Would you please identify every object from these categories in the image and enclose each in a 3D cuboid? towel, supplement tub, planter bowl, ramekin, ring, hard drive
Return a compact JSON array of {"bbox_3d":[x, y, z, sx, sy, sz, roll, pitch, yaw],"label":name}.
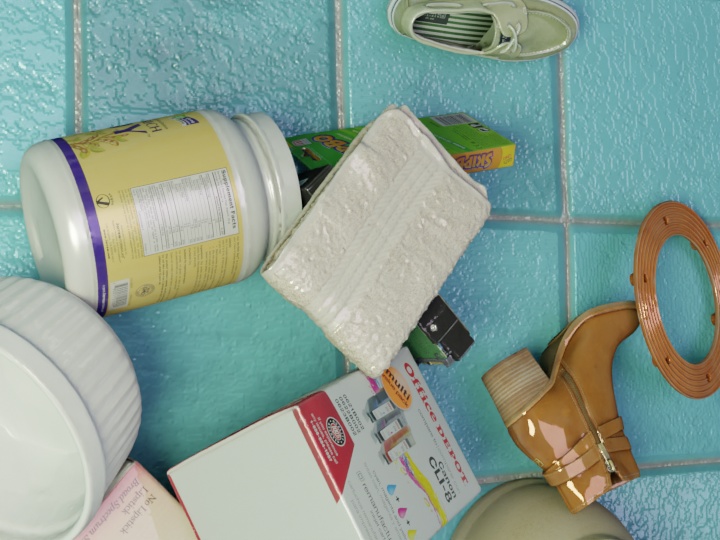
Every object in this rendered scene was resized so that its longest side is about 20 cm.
[{"bbox_3d":[0.019,-0.028,1.008,0.132,0.034,0.201,43,62,-17],"label":"towel"},{"bbox_3d":[-0.161,-0.049,1.018,0.198,0.145,0.147,-15,94,-25],"label":"supplement tub"},{"bbox_3d":[0.191,0.301,1.171,0.198,0.134,0.203,2,86,-24],"label":"planter bowl"},{"bbox_3d":[-0.258,0.100,0.941,0.201,0.199,0.105,55,35,-12],"label":"ramekin"},{"bbox_3d":[0.326,0.030,1.278,0.199,0.019,0.203,13,72,-45],"label":"ring"},{"bbox_3d":[0.000,0.000,1.094,0.038,0.139,0.201,-44,104,-20],"label":"hard drive"}]

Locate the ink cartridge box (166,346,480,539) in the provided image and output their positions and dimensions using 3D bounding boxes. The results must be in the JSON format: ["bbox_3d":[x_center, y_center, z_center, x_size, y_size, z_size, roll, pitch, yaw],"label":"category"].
[{"bbox_3d":[-0.023,0.171,1.014,0.147,0.144,0.200,62,28,3],"label":"ink cartridge box"}]

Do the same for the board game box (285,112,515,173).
[{"bbox_3d":[0.033,-0.108,1.139,0.198,0.095,0.030,-8,118,-26],"label":"board game box"}]

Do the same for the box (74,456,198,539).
[{"bbox_3d":[-0.168,0.262,1.019,0.200,0.109,0.128,47,70,-15],"label":"box"}]

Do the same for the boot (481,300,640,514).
[{"bbox_3d":[0.226,0.125,1.191,0.199,0.077,0.156,-24,73,-35],"label":"boot"}]

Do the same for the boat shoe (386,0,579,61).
[{"bbox_3d":[0.121,-0.227,1.193,0.197,0.062,0.073,0,124,-19],"label":"boat shoe"}]
